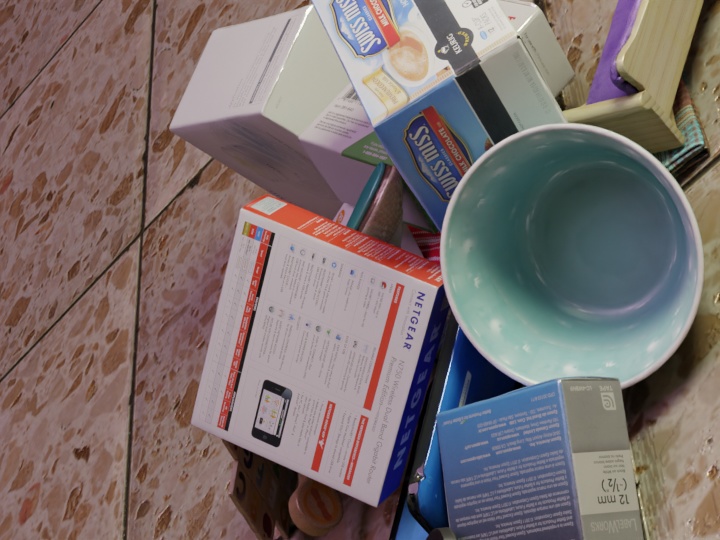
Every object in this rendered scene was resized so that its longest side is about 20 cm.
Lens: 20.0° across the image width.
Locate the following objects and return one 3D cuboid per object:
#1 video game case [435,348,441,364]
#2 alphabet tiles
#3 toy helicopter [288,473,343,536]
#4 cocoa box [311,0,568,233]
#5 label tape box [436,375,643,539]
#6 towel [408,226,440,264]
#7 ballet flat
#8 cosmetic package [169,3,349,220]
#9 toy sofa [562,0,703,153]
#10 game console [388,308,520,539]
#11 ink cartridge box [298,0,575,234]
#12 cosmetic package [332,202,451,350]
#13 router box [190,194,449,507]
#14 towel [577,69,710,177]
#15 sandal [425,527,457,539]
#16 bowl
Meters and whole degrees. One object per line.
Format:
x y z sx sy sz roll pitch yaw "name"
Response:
0.098 -0.035 1.807 0.181 0.025 0.200 -52 27 16 "video game case"
-0.083 0.139 1.814 0.006 0.167 0.201 -5 51 17 "alphabet tiles"
-0.045 0.135 1.765 0.079 0.132 0.201 -45 34 43 "toy helicopter"
0.064 -0.155 1.604 0.131 0.134 0.200 -30 40 6 "cocoa box"
0.132 0.187 1.460 0.143 0.066 0.202 -21 74 51 "label tape box"
0.074 -0.072 1.834 0.144 0.022 0.201 3 65 60 "towel"
0.000 0.000 1.687 0.201 0.062 0.068 -60 10 25 "ballet flat"
-0.043 -0.144 1.964 0.200 0.199 0.124 0 62 60 "cosmetic package"
0.224 -0.194 1.636 0.082 0.098 0.201 -11 48 42 "toy sofa"
0.053 0.133 1.622 0.118 0.171 0.201 -2 58 29 "game console"
0.067 -0.143 1.768 0.200 0.084 0.144 -48 36 -16 "ink cartridge box"
0.017 0.014 1.767 0.083 0.050 0.200 -55 30 19 "cosmetic package"
-0.032 0.065 1.648 0.049 0.179 0.201 -32 -39 -62 "router box"
0.188 -0.089 1.671 0.199 0.022 0.147 -35 35 22 "towel"
0.033 0.251 1.532 0.200 0.045 0.076 125 141 -58 "sandal"
0.170 -0.017 1.516 0.201 0.201 0.105 -45 -8 26 "bowl"
